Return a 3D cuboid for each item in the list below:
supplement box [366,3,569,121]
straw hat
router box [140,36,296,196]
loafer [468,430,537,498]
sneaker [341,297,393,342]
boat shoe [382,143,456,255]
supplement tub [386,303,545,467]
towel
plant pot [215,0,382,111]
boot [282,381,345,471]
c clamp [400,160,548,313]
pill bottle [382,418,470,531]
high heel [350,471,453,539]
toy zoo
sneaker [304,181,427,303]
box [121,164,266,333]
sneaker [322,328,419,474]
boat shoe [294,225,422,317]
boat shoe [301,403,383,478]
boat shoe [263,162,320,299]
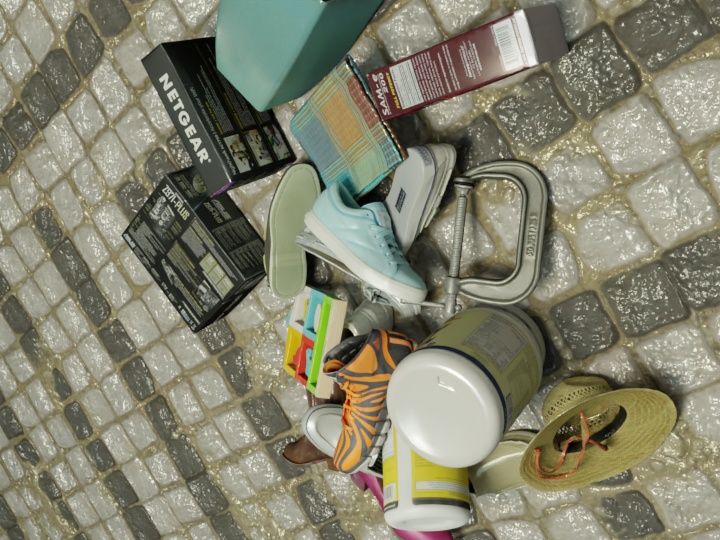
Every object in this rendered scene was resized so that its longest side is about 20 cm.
[{"bbox_3d":[0.119,-0.233,0.879,0.199,0.109,0.061,-12,102,36],"label":"supplement box"},{"bbox_3d":[0.270,0.177,0.950,0.202,0.199,0.085,-62,29,33],"label":"straw hat"},{"bbox_3d":[-0.188,-0.215,1.059,0.051,0.149,0.201,-25,93,36],"label":"router box"},{"bbox_3d":[0.174,0.273,1.064,0.199,0.068,0.076,-23,97,38],"label":"loafer"},{"bbox_3d":[-0.002,0.147,1.101,0.073,0.115,0.202,7,113,28],"label":"sneaker"},{"bbox_3d":[0.070,-0.086,0.993,0.072,0.065,0.201,57,150,30],"label":"boat shoe"},{"bbox_3d":[0.136,0.130,0.951,0.144,0.200,0.146,12,115,28],"label":"supplement tub"},{"bbox_3d":[-0.022,-0.167,0.997,0.147,0.022,0.200,60,153,0],"label":"towel"},{"bbox_3d":[-0.089,-0.308,0.972,0.141,0.141,0.200,45,133,10],"label":"plant pot"},{"bbox_3d":[-0.075,0.198,1.201,0.185,0.064,0.202,-10,92,47],"label":"boot"},{"bbox_3d":[0.141,-0.039,0.953,0.169,0.027,0.202,13,94,26],"label":"c clamp"},{"bbox_3d":[0.084,0.232,1.031,0.111,0.112,0.202,-23,55,37],"label":"pill bottle"},{"bbox_3d":[0.062,0.331,1.157,0.199,0.067,0.097,32,133,23],"label":"high heel"},{"bbox_3d":[-0.071,0.092,1.107,0.200,0.020,0.133,-164,85,-69],"label":"toy zoo"},{"bbox_3d":[0.015,-0.041,0.978,0.200,0.074,0.082,39,109,21],"label":"sneaker"},{"bbox_3d":[-0.252,-0.034,1.210,0.201,0.086,0.164,51,127,5],"label":"box"},{"bbox_3d":[-0.012,0.161,1.004,0.201,0.111,0.078,-65,29,6],"label":"sneaker"},{"bbox_3d":[-0.001,-0.001,1.055,0.202,0.074,0.065,42,83,14],"label":"boat shoe"},{"bbox_3d":[0.012,0.247,1.103,0.199,0.074,0.067,27,171,-16],"label":"boat shoe"},{"bbox_3d":[-0.104,-0.062,1.114,0.061,0.071,0.203,-130,46,-56],"label":"boat shoe"}]
